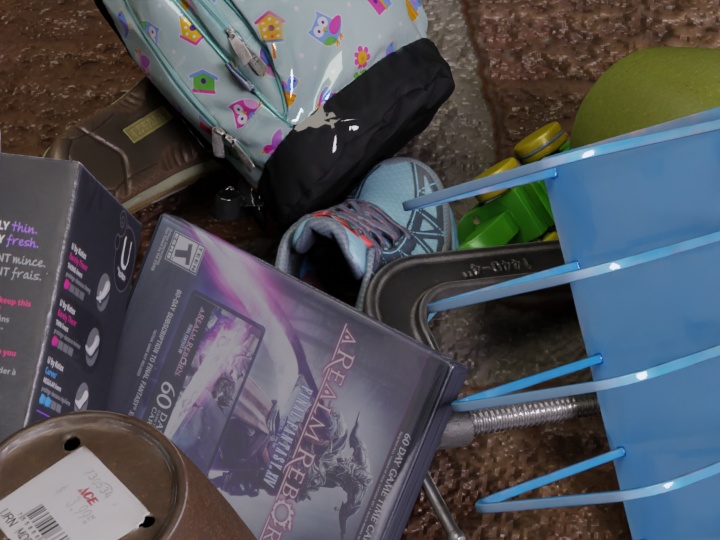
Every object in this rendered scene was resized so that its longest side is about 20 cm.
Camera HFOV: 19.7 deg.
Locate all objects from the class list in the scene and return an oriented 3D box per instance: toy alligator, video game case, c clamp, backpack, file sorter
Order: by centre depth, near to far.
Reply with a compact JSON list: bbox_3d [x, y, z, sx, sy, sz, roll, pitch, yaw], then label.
[{"bbox_3d":[0.115,0.043,0.924,0.122,0.202,0.138,-14,0,-37],"label":"file sorter"},{"bbox_3d":[-0.052,0.073,1.019,0.199,0.019,0.144,26,97,36],"label":"video game case"},{"bbox_3d":[0.086,0.053,1.051,0.199,0.027,0.171,-12,52,-30],"label":"c clamp"},{"bbox_3d":[-0.052,-0.141,1.166,0.200,0.127,0.167,49,44,5],"label":"backpack"},{"bbox_3d":[0.112,-0.052,1.174,0.200,0.060,0.054,-38,9,-33],"label":"toy alligator"}]

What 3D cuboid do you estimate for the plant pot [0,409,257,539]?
[{"bbox_3d":[-0.104,0.161,0.886,0.185,0.201,0.188,-4,46,4],"label":"plant pot"}]

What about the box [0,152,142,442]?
[{"bbox_3d":[-0.194,0.050,1.019,0.121,0.106,0.202,8,77,13],"label":"box"}]

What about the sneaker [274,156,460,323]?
[{"bbox_3d":[0.000,0.000,1.102,0.079,0.096,0.201,11,48,17],"label":"sneaker"}]

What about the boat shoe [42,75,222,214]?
[{"bbox_3d":[-0.121,-0.071,1.209,0.199,0.076,0.072,-27,77,-45],"label":"boat shoe"}]

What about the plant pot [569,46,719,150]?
[{"bbox_3d":[0.202,-0.036,1.065,0.186,0.188,0.200,-27,39,-18],"label":"plant pot"}]
